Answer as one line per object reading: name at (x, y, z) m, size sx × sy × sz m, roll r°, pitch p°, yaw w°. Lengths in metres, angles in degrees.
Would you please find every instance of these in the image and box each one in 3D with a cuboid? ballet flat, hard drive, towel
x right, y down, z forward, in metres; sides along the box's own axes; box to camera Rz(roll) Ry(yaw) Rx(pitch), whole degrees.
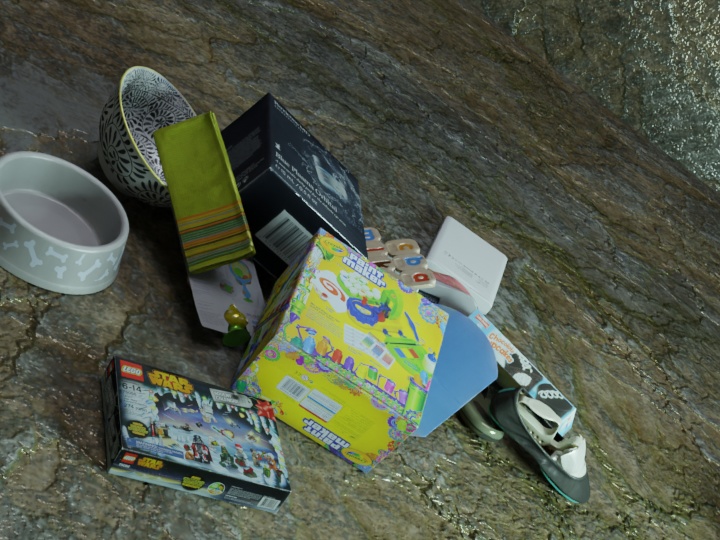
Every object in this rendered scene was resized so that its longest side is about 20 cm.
ballet flat at (0.257, 0.234, 1.632) m, size 0.200 × 0.068 × 0.068 m, roll 44°, pitch 38°, yaw -9°
hard drive at (0.175, -0.012, 2.016) m, size 0.131 × 0.027 × 0.200 m, roll 35°, pitch 27°, yaw -2°
towel at (-0.196, -0.098, 1.497) m, size 0.018 × 0.085 × 0.203 m, roll 82°, pitch -9°, yaw -71°

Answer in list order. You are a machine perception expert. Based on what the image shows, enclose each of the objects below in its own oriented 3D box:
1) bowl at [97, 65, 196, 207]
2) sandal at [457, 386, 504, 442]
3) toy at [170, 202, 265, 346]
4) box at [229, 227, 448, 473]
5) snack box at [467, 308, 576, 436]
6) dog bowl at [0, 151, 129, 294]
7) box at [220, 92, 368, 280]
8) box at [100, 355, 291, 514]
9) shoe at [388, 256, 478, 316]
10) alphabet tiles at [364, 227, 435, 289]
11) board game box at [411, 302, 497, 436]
bowl at (-0.284, -0.158, 1.595) m, size 0.201 × 0.093 × 0.203 m, roll 48°, pitch 27°, yaw -35°
sandal at (0.151, 0.150, 1.691) m, size 0.079 × 0.058 × 0.202 m, roll 7°, pitch 39°, yaw -44°
toy at (-0.183, 0.013, 1.525) m, size 0.114 × 0.047 × 0.202 m, roll 17°, pitch 37°, yaw -40°
box at (-0.020, 0.094, 1.447) m, size 0.199 × 0.122 × 0.194 m, roll 33°, pitch 42°, yaw -11°
snack box at (0.225, 0.151, 1.734) m, size 0.200 × 0.037 × 0.116 m, roll 46°, pitch -9°, yaw 19°
dog bowl at (-0.362, -0.063, 1.421) m, size 0.198 × 0.059 × 0.201 m, roll 29°, pitch 27°, yaw -16°
box at (-0.098, -0.098, 1.627) m, size 0.196 × 0.117 × 0.201 m, roll 42°, pitch 22°, yaw -29°
box at (-0.175, 0.174, 1.283) m, size 0.198 × 0.040 × 0.138 m, roll 20°, pitch 30°, yaw -29°
shoe at (0.083, 0.025, 1.810) m, size 0.198 × 0.072 × 0.091 m, roll 25°, pitch 6°, yaw 1°
alphabet tiles at (0.000, 0.000, 1.703) m, size 0.192 × 0.015 × 0.201 m, roll -6°, pitch 34°, yaw -13°
board game box at (0.078, 0.134, 1.589) m, size 0.199 × 0.039 × 0.158 m, roll -35°, pitch 63°, yaw -23°
